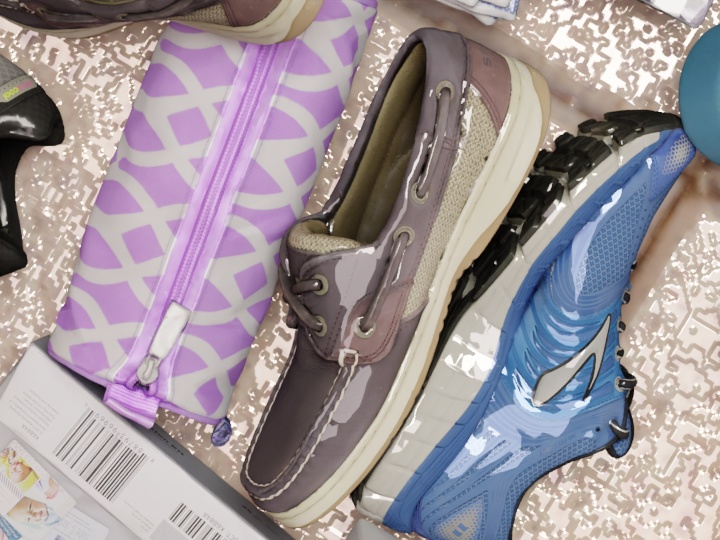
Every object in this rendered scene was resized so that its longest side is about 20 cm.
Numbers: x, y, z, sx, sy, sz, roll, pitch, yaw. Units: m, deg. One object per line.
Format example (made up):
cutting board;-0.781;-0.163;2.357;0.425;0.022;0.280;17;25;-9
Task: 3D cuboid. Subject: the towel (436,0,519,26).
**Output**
towel;0.029;-0.213;0.936;0.147;0.024;0.200;22;94;5

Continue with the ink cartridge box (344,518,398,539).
ink cartridge box;0.063;0.199;0.902;0.200;0.145;0.088;32;98;-9

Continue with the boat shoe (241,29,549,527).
boat shoe;0.000;0.000;0.912;0.065;0.072;0.200;27;94;-28

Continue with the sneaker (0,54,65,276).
sneaker;-0.184;-0.005;0.964;0.087;0.074;0.200;27;91;9

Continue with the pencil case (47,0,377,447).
pencil case;-0.060;-0.036;0.946;0.084;0.086;0.200;20;94;1

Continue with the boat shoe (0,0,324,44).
boat shoe;-0.099;-0.126;0.908;0.200;0.065;0.072;14;87;42

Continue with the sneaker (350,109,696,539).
sneaker;0.078;0.026;0.952;0.089;0.079;0.200;30;99;-12

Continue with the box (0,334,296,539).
box;-0.135;0.153;0.987;0.156;0.041;0.200;39;95;1

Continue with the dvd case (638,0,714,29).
dvd case;0.074;-0.203;0.911;0.200;0.016;0.149;27;94;5

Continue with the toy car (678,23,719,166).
toy car;0.262;-0.081;0.891;0.200;0.184;0.177;25;81;-27
